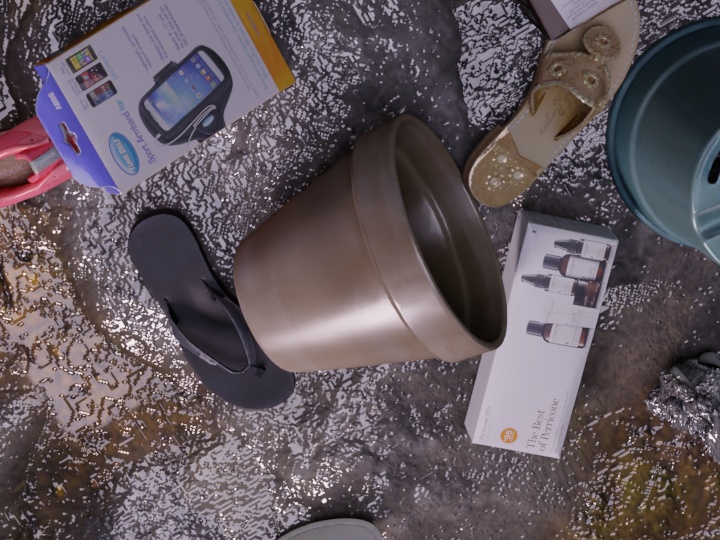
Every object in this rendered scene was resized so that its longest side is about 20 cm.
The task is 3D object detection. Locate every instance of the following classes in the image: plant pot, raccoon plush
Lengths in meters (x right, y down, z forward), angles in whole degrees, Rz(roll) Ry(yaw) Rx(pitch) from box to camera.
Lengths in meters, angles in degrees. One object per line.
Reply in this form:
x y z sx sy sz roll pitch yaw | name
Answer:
0.000 0.000 1.476 0.173 0.200 0.201 -24 108 20 | plant pot
0.312 -0.085 1.454 0.199 0.196 0.201 -1 108 -4 | plant pot
0.314 0.154 1.541 0.133 0.201 0.097 8 133 -7 | raccoon plush

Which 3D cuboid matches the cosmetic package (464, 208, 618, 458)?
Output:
0.153 0.055 1.561 0.082 0.051 0.201 11 106 -6 | cosmetic package

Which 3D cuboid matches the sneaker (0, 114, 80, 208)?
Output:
-0.237 -0.098 1.468 0.200 0.087 0.074 -29 107 4 | sneaker

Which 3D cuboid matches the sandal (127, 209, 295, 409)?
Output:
-0.130 0.042 1.540 0.076 0.043 0.200 -36 106 7 | sandal

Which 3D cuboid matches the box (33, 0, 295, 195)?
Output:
-0.162 -0.150 1.443 0.200 0.041 0.119 -34 108 -18 | box

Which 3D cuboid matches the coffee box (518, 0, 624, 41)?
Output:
0.127 -0.289 1.422 0.079 0.114 0.200 -30 106 5 | coffee box

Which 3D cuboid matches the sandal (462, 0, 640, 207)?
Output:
0.168 -0.133 1.484 0.078 0.070 0.212 36 96 -21 | sandal

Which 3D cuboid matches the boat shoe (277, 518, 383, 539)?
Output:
-0.066 0.286 1.621 0.199 0.073 0.062 -31 150 -2 | boat shoe
